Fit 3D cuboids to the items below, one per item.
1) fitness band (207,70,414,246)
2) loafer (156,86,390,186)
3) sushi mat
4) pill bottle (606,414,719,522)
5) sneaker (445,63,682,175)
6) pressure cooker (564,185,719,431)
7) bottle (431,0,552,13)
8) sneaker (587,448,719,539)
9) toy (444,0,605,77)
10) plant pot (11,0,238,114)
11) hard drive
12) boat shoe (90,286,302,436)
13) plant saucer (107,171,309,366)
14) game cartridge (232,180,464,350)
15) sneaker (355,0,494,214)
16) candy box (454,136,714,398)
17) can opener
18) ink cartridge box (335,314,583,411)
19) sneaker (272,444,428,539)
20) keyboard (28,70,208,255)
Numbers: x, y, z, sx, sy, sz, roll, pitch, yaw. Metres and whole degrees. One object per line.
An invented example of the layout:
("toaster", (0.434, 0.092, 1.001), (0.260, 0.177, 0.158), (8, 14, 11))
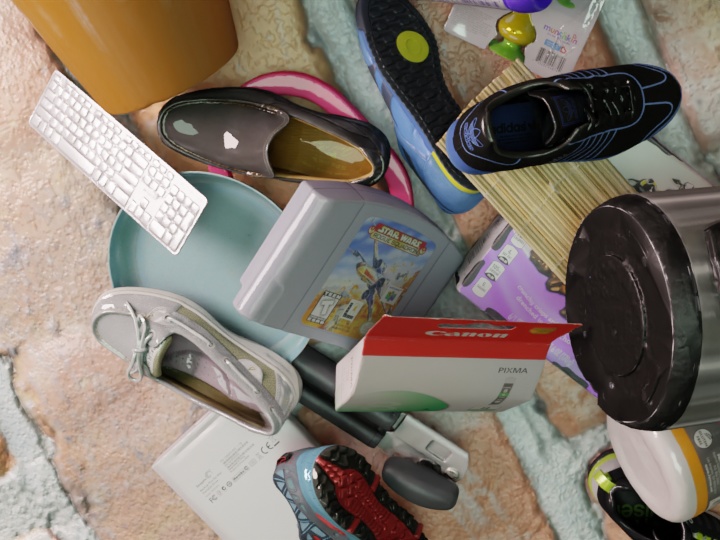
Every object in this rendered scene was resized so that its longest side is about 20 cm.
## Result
("fitness band", (-0.044, -0.079, 0.936), (0.143, 0.037, 0.200), (-42, 99, 11))
("loafer", (-0.072, -0.109, 0.877), (0.197, 0.072, 0.074), (7, 102, 0))
("sushi mat", (0.158, -0.065, 0.859), (0.096, 0.012, 0.200), (-43, 98, 0))
("pill bottle", (0.319, 0.119, 0.904), (0.198, 0.116, 0.117), (-25, 102, -11))
("sneaker", (0.165, -0.116, 0.808), (0.198, 0.078, 0.071), (-17, 91, -13))
("pressure cooker", (0.272, 0.020, 0.794), (0.197, 0.179, 0.178), (-5, 123, -15))
("bottle", (0.055, -0.247, 0.850), (0.198, 0.083, 0.066), (13, 105, 23))
("sneaker", (0.283, 0.243, 0.969), (0.199, 0.083, 0.072), (36, 103, -5))
("toy", (0.159, -0.267, 0.872), (0.114, 0.047, 0.202), (26, 111, 8))
("plant pot", (-0.189, -0.233, 0.839), (0.198, 0.201, 0.185), (-21, 117, 8))
("hard drive", (-0.081, 0.212, 1.011), (0.132, 0.026, 0.200), (-42, 98, 11))
("boat shoe", (-0.149, 0.079, 0.931), (0.200, 0.065, 0.075), (28, 119, 2))
("plant saucer", (-0.127, 0.004, 0.942), (0.198, 0.027, 0.202), (6, 116, 13))
("game cartridge", (0.000, 0.000, 0.888), (0.199, 0.042, 0.134), (19, 113, -48))
("sneaker", (0.043, -0.138, 0.904), (0.065, 0.078, 0.202), (-25, 83, -26))
("candy box", (0.205, -0.019, 0.918), (0.167, 0.072, 0.201), (36, 102, -5))
("can opener", (0.009, 0.144, 0.965), (0.199, 0.067, 0.054), (32, 123, -4))
("ink cartridge box", (0.073, 0.081, 0.872), (0.159, 0.200, 0.051), (2, 77, -11))
("sneaker", (-0.009, 0.231, 0.971), (0.095, 0.079, 0.201), (-3, 124, 45))
("keyboard", (-0.209, -0.094, 0.912), (0.200, 0.011, 0.057), (40, 101, 20))
